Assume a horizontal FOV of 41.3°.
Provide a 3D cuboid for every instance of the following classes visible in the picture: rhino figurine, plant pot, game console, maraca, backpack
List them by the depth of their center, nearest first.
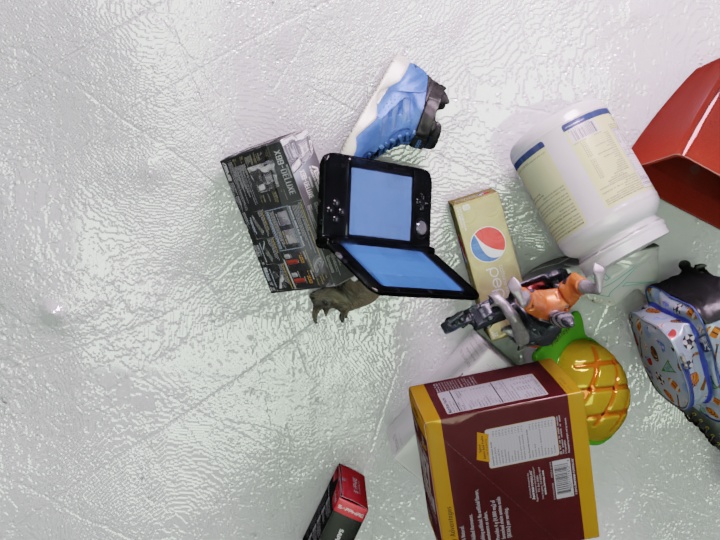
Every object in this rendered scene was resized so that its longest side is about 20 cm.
[{"bbox_3d":[0.053,-0.055,1.206,0.199,0.116,0.178,5,87,-44],"label":"game console"},{"bbox_3d":[0.494,-0.173,1.264,0.199,0.200,0.177,26,85,-6],"label":"plant pot"},{"bbox_3d":[0.462,0.107,1.276,0.153,0.200,0.191,-29,103,3],"label":"backpack"},{"bbox_3d":[0.000,0.000,1.331,0.087,0.060,0.200,40,98,-5],"label":"rhino figurine"},{"bbox_3d":[0.308,0.150,1.340,0.137,0.107,0.201,-39,104,-36],"label":"maraca"}]

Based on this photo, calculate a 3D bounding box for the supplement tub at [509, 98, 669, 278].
[{"bbox_3d":[0.302,-0.107,1.257,0.144,0.145,0.201,-28,82,3],"label":"supplement tub"}]

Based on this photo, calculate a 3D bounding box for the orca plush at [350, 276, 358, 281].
[{"bbox_3d":[-0.036,-0.079,1.292,0.200,0.071,0.106,45,141,23],"label":"orca plush"}]

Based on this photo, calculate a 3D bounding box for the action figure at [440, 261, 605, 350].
[{"bbox_3d":[0.211,0.061,1.220,0.199,0.194,0.105,-22,71,-8],"label":"action figure"}]

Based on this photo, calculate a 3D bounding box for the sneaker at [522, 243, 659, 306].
[{"bbox_3d":[0.328,0.016,1.342,0.198,0.070,0.081,-10,103,-1],"label":"sneaker"}]

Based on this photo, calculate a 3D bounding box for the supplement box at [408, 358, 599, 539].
[{"bbox_3d":[0.179,0.242,1.219,0.198,0.133,0.199,-10,103,-3],"label":"supplement box"}]

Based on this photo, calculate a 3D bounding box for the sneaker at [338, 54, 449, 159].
[{"bbox_3d":[0.047,-0.180,1.277,0.111,0.077,0.201,31,75,-5],"label":"sneaker"}]

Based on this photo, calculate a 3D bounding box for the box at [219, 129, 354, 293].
[{"bbox_3d":[-0.096,-0.074,1.266,0.050,0.157,0.201,-28,102,-36],"label":"box"}]

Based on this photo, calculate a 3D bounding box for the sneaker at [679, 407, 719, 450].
[{"bbox_3d":[0.511,0.231,1.390,0.105,0.075,0.202,-2,91,3],"label":"sneaker"}]

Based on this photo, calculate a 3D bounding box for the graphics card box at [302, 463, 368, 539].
[{"bbox_3d":[-0.052,0.392,1.362,0.051,0.125,0.201,25,97,-7],"label":"graphics card box"}]

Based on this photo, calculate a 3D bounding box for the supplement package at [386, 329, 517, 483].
[{"bbox_3d":[0.146,0.205,1.340,0.120,0.121,0.200,39,95,-9],"label":"supplement package"}]

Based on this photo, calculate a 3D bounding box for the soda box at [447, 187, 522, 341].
[{"bbox_3d":[0.183,-0.008,1.334,0.067,0.064,0.202,-17,99,0],"label":"soda box"}]
